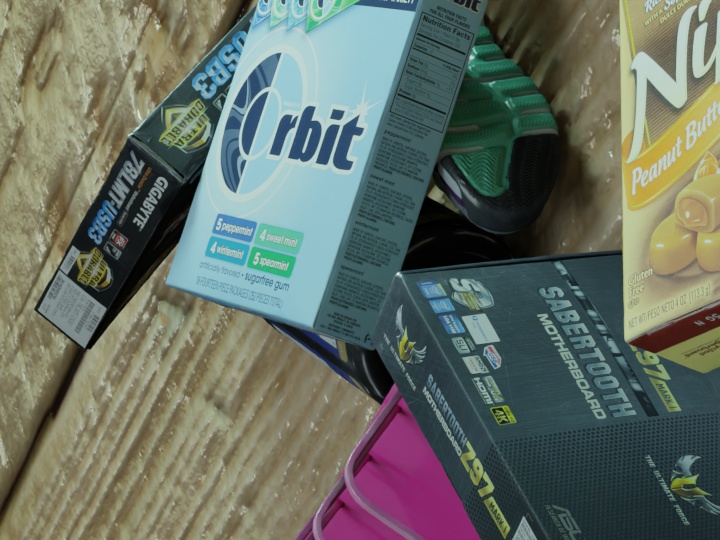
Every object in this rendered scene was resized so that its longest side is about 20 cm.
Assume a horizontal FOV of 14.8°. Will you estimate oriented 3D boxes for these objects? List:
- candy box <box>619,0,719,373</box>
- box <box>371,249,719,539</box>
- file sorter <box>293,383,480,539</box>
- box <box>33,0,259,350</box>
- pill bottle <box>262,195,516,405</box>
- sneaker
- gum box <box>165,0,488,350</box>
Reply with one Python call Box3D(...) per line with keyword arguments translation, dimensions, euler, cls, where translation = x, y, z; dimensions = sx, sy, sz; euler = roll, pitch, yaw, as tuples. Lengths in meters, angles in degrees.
Box3D(translation=(0.171, -0.069, 1.220), dimensions=(0.115, 0.055, 0.201), euler=(-27, 53, 45), cls="candy box")
Box3D(translation=(0.116, 0.078, 1.320), dimensions=(0.201, 0.157, 0.051), euler=(62, 143, 38), cls="box")
Box3D(translation=(0.033, 0.163, 1.461), dimensions=(0.139, 0.126, 0.200), euler=(34, 136, 5), cls="file sorter")
Box3D(translation=(-0.101, -0.071, 1.676), dimensions=(0.050, 0.200, 0.199), euler=(39, 141, 0), cls="box")
Box3D(translation=(0.000, 0.000, 1.571), dimensions=(0.200, 0.111, 0.113), euler=(33, 123, 55), cls="pill bottle")
Box3D(translation=(0.057, -0.074, 1.513), dimensions=(0.201, 0.074, 0.088), euler=(-108, 19, -45), cls="sneaker")
Box3D(translation=(-0.021, -0.070, 1.492), dimensions=(0.170, 0.044, 0.201), euler=(15, 85, 58), cls="gum box")
